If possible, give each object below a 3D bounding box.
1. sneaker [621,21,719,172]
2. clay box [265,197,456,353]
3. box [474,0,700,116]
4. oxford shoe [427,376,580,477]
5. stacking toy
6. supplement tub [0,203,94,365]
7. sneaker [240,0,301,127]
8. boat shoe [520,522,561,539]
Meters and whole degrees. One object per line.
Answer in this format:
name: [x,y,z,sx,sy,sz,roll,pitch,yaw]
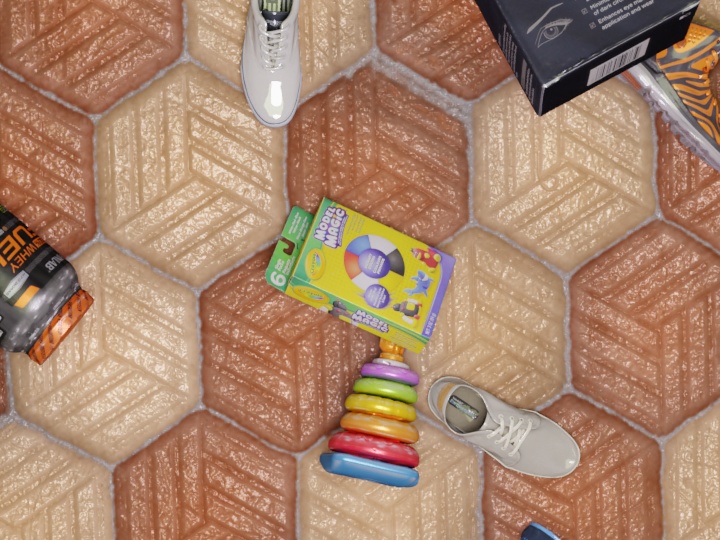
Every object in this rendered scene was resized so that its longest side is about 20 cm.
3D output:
sneaker: [0.397,-0.210,1.652,0.112,0.078,0.200,-43,95,1]
clay box: [0.000,0.000,1.633,0.198,0.048,0.116,24,58,-6]
box: [0.239,-0.314,1.593,0.195,0.117,0.202,-27,78,-1]
oxford shoe: [0.169,0.188,1.677,0.198,0.058,0.076,29,89,-6]
stacking toy: [0.028,0.143,1.655,0.108,0.116,0.203,13,79,-10]
supplement tub: [-0.402,0.005,1.599,0.199,0.123,0.123,40,91,-6]
sneaker: [-0.103,-0.264,1.623,0.072,0.071,0.203,-3,94,-3]
boat shoe: [0.253,0.386,1.681,0.069,0.084,0.200,-42,93,-11]
